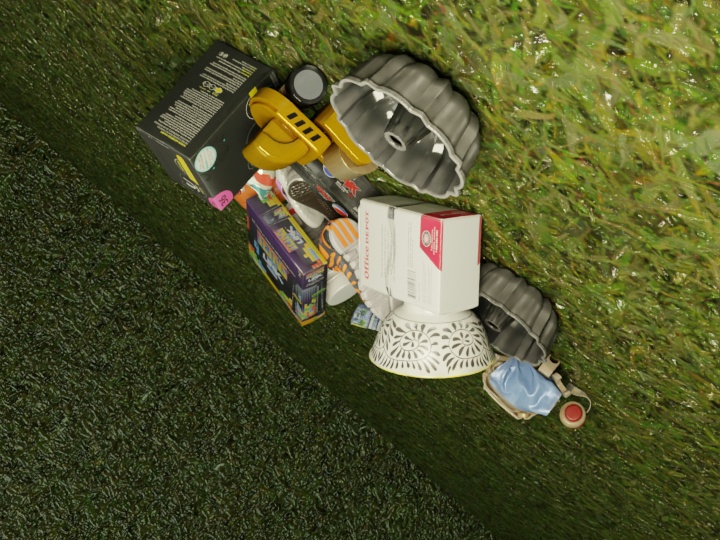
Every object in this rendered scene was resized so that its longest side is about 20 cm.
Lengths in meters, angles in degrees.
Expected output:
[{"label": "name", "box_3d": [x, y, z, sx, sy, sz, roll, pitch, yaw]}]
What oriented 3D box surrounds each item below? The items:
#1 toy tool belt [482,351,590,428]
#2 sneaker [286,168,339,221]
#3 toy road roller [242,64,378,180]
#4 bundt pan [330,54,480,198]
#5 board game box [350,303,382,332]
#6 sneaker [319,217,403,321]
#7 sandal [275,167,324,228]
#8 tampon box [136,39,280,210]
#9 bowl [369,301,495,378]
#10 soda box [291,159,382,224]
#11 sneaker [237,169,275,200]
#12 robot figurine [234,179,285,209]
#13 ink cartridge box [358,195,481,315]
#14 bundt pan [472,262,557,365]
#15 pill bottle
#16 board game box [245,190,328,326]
[{"label": "toy tool belt", "box_3d": [0.313, 0.210, 1.559, 0.200, 0.125, 0.123, 33, 172, 19]}, {"label": "sneaker", "box_3d": [-0.043, -0.129, 1.563, 0.200, 0.073, 0.085, 34, -151, -26]}, {"label": "toy road roller", "box_3d": [-0.081, -0.188, 1.285, 0.200, 0.146, 0.123, 43, 165, -14]}, {"label": "bundt pan", "box_3d": [0.064, -0.183, 1.065, 0.202, 0.076, 0.202, 37, 164, 12]}, {"label": "board game box", "box_3d": [0.111, 0.106, 1.687, 0.200, 0.062, 0.200, 14, 179, 21]}, {"label": "sneaker", "box_3d": [0.000, 0.000, 1.507, 0.200, 0.078, 0.112, 60, 161, -5]}, {"label": "sandal", "box_3d": [-0.130, -0.166, 1.585, 0.050, 0.082, 0.203, -14, 115, 42]}, {"label": "tampon box", "box_3d": [-0.224, -0.230, 1.398, 0.126, 0.200, 0.150, 32, 164, 25]}, {"label": "bowl", "box_3d": [0.112, 0.089, 1.368, 0.201, 0.200, 0.094, 19, 115, 52]}, {"label": "soda box", "box_3d": [-0.038, -0.147, 1.463, 0.200, 0.063, 0.071, 46, 164, -23]}, {"label": "sneaker", "box_3d": [-0.237, -0.181, 1.525, 0.199, 0.094, 0.070, 18, -160, 19]}, {"label": "robot figurine", "box_3d": [-0.208, -0.188, 1.644, 0.200, 0.144, 0.117, 51, 179, -39]}, {"label": "ink cartridge box", "box_3d": [0.087, -0.030, 1.345, 0.200, 0.083, 0.146, 21, 116, 52]}, {"label": "bundt pan", "box_3d": [0.232, 0.061, 1.401, 0.202, 0.076, 0.202, 37, 165, 12]}, {"label": "pill bottle", "box_3d": [-0.080, -0.036, 1.683, 0.200, 0.111, 0.111, 56, 170, 17]}, {"label": "board game box", "box_3d": [-0.136, -0.023, 1.599, 0.200, 0.057, 0.165, 51, 156, 28]}]
